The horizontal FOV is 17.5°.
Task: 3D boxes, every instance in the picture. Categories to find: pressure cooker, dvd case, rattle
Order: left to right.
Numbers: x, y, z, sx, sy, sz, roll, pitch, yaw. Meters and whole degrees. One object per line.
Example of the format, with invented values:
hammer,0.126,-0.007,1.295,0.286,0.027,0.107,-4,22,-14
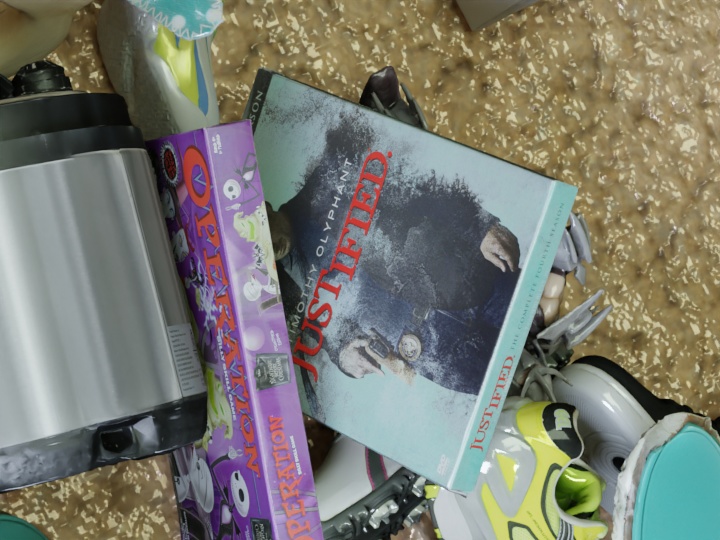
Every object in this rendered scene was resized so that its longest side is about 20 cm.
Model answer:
pressure cooker,-0.167,0.000,1.034,0.178,0.176,0.201,-13,89,-29
rattle,-0.166,-0.164,1.086,0.199,0.130,0.143,-19,48,9
dvd case,0.000,0.000,1.080,0.022,0.200,0.147,13,99,-46

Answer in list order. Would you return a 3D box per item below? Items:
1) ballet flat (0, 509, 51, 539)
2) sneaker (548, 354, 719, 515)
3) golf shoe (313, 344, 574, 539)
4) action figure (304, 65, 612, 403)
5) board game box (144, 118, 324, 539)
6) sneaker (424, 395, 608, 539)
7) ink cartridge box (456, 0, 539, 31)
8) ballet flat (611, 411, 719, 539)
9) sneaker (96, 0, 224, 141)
ballet flat,-0.147,0.152,1.022,0.200,0.063,0.069,41,44,-58
sneaker,0.175,0.087,1.213,0.200,0.073,0.112,52,60,-30
golf shoe,0.014,0.077,1.166,0.088,0.077,0.200,44,64,14
action figure,0.038,-0.008,1.141,0.130,0.069,0.200,-24,63,-22
board game box,-0.066,0.036,1.072,0.032,0.120,0.201,-11,93,-30
sneaker,0.084,0.133,1.120,0.076,0.200,0.076,-9,52,11
ink cartridge box,0.084,-0.248,1.240,0.146,0.084,0.201,-28,92,-27
ballet flat,0.152,0.154,1.129,0.072,0.072,0.201,-26,115,-25
sneaker,-0.083,-0.156,1.155,0.105,0.076,0.201,-16,86,-26
